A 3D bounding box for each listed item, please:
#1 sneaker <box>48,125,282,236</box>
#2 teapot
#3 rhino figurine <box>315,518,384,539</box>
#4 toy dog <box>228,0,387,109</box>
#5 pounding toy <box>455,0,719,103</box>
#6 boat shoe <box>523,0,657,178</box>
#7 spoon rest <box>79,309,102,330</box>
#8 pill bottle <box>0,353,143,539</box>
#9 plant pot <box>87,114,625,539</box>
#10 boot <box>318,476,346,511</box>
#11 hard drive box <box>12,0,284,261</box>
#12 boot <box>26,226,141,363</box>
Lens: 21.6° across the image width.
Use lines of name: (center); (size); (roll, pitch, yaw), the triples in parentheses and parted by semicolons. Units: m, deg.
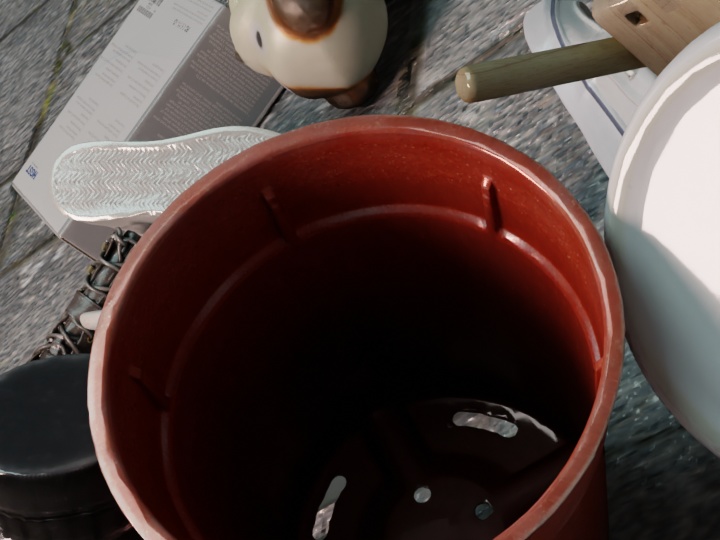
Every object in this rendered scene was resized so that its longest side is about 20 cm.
sneaker: (-0.086, -0.049, 1.220); (0.199, 0.116, 0.074); (6, 85, 19)
teapot: (0.195, -0.014, 0.698); (0.200, 0.146, 0.198); (38, 122, 28)
rhino figurine: (-0.032, 0.173, 0.922); (0.200, 0.060, 0.088); (-29, 38, 48)
toy dog: (-0.015, -0.200, 1.243); (0.193, 0.140, 0.201); (8, 58, 18)
pounding toy: (0.170, -0.124, 0.804); (0.142, 0.184, 0.201); (-20, 44, 46)
boat shoe: (0.142, -0.085, 0.936); (0.065, 0.074, 0.200); (-40, 41, 15)
spoon rest: (-0.110, 0.119, 1.039); (0.099, 0.060, 0.201); (-5, 91, 46)
pill bottle: (-0.113, 0.142, 0.815); (0.111, 0.201, 0.112); (-4, 31, 3)
plant pot: (0.016, 0.075, 0.765); (0.200, 0.195, 0.201); (-6, 59, 11)
boot: (-0.064, 0.102, 0.964); (0.199, 0.073, 0.090); (-20, 10, -26)
hard drive box: (-0.154, -0.106, 1.380); (0.200, 0.077, 0.156); (-54, 28, 1)
boot: (-0.189, 0.049, 1.183); (0.069, 0.200, 0.174); (31, 91, 20)
